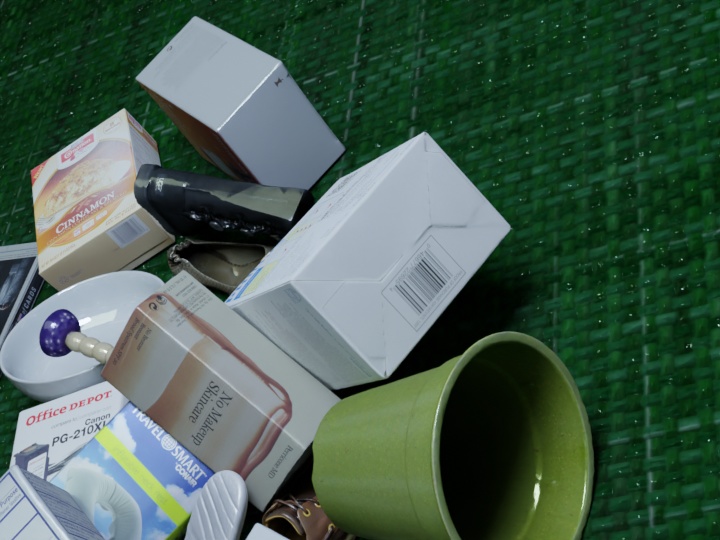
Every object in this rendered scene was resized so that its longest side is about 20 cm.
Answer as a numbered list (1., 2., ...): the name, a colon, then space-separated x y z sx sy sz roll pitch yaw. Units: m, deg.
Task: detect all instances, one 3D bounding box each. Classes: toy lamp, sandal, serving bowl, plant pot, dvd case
1. toy lamp: -0.233 0.092 1.419 0.198 0.058 0.059 21 68 30
2. sandal: -0.132 0.283 1.279 0.079 0.059 0.209 29 100 45
3. serving bowl: -0.293 0.084 1.561 0.197 0.066 0.201 -16 31 10
4. plant pot: 0.063 0.160 1.185 0.189 0.200 0.202 -10 49 46
5. dvd case: -0.471 0.056 1.766 0.149 0.025 0.202 -5 52 34

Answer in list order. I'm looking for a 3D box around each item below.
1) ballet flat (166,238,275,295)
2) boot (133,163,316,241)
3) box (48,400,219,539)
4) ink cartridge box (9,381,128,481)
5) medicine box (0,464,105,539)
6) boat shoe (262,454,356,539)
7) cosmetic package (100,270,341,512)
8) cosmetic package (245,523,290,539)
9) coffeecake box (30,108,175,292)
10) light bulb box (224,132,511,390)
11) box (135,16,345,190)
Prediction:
1. ballet flat: -0.144 -0.008 1.560 0.198 0.046 0.068 9 62 41
2. boot: -0.129 -0.065 1.563 0.197 0.165 0.067 7 84 19
3. box: -0.215 0.210 1.312 0.122 0.048 0.200 42 81 13
4. ink cartridge box: -0.283 0.225 1.438 0.143 0.084 0.202 -19 47 21
5. medicine box: -0.282 0.304 1.194 0.182 0.103 0.200 -45 60 -3
6. boat shoe: -0.049 0.230 1.275 0.071 0.068 0.202 6 59 39
7. cosmetic package: -0.127 0.110 1.295 0.104 0.199 0.087 -57 -8 35
8. cosmetic package: -0.044 0.340 1.080 0.122 0.200 0.201 14 65 43
9. coffeecake box: -0.318 -0.080 1.731 0.152 0.073 0.201 -32 42 12
10. light bulb box: 0.000 0.000 1.311 0.198 0.125 0.200 -48 11 -23
11. box: -0.139 -0.180 1.623 0.106 0.153 0.199 -46 42 -8
